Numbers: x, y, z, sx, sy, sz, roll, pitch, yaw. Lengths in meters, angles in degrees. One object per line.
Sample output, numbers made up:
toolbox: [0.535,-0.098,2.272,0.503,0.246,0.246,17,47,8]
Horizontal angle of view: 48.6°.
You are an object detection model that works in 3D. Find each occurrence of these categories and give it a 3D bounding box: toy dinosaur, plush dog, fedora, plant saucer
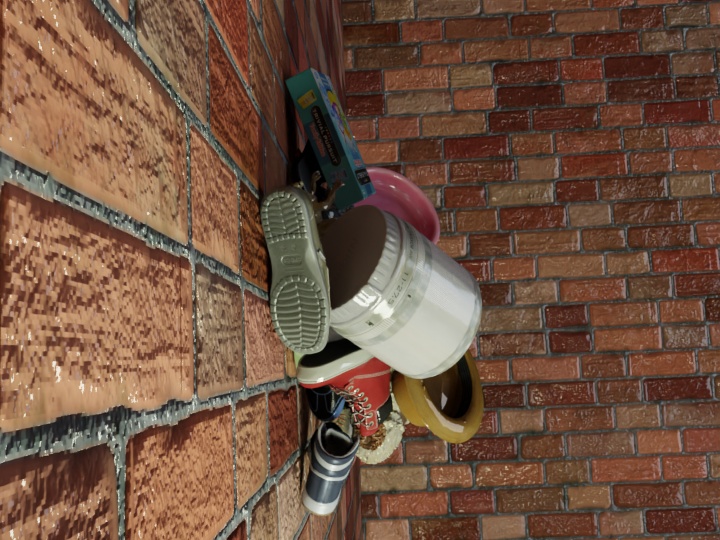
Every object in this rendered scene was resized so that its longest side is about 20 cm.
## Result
toy dinosaur: [-0.062,-0.066,1.092,0.058,0.100,0.202,36,-26,36]
plush dog: [0.037,0.222,1.266,0.201,0.157,0.175,89,22,-64]
fedora: [0.102,0.165,1.185,0.199,0.081,0.205,31,45,-36]
plant saucer: [0.049,-0.096,1.450,0.051,0.196,0.204,-53,-152,44]

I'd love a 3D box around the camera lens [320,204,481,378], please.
camera lens: [0.046,0.031,1.012,0.199,0.159,0.163,34,39,-34]

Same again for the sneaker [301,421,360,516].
sneaker: [-0.039,0.256,1.180,0.201,0.068,0.111,-81,-174,-69]

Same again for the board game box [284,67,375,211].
board game box: [-0.041,-0.200,1.225,0.151,0.046,0.204,-49,116,-78]

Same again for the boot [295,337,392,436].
boot: [-0.014,0.168,1.086,0.198,0.071,0.149,-13,106,-55]

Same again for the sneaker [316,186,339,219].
sneaker: [-0.070,-0.089,1.225,0.200,0.072,0.082,180,-96,-84]

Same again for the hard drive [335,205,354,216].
hard drive: [-0.046,-0.043,1.396,0.200,0.037,0.144,-168,-105,-75]

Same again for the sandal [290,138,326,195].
sandal: [-0.082,-0.155,1.219,0.076,0.044,0.201,64,20,-16]

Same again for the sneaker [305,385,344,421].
sneaker: [-0.062,0.129,1.205,0.078,0.068,0.206,3,84,-75]

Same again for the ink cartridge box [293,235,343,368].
ink cartridge box: [-0.038,0.027,1.107,0.145,0.047,0.205,-33,128,-42]

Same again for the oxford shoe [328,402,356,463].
oxford shoe: [-0.038,0.273,1.374,0.076,0.069,0.203,69,31,-42]

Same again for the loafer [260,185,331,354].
loafer: [-0.064,-0.003,0.909,0.070,0.073,0.205,-53,143,-63]
